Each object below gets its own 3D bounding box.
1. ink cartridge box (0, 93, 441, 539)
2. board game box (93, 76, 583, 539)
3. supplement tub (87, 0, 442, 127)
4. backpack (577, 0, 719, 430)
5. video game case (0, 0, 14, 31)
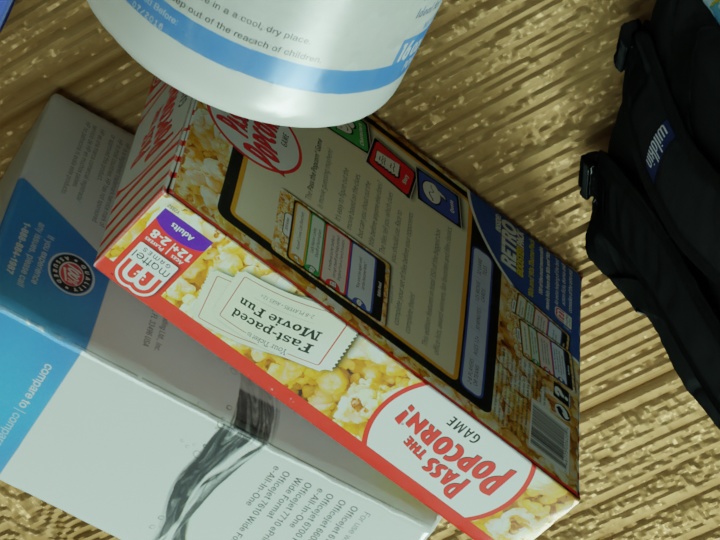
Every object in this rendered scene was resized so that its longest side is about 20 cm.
[{"bbox_3d":[-0.067,0.039,0.934,0.200,0.145,0.084,28,123,-13],"label":"ink cartridge box"},{"bbox_3d":[0.000,0.000,0.898,0.200,0.152,0.046,37,119,-17],"label":"board game box"},{"bbox_3d":[-0.009,-0.163,0.802,0.132,0.132,0.200,22,124,-9],"label":"supplement tub"},{"bbox_3d":[0.173,-0.004,0.849,0.153,0.200,0.164,7,124,-11],"label":"backpack"},{"bbox_3d":[-0.185,-0.196,0.849,0.181,0.046,0.200,24,123,-9],"label":"video game case"}]
